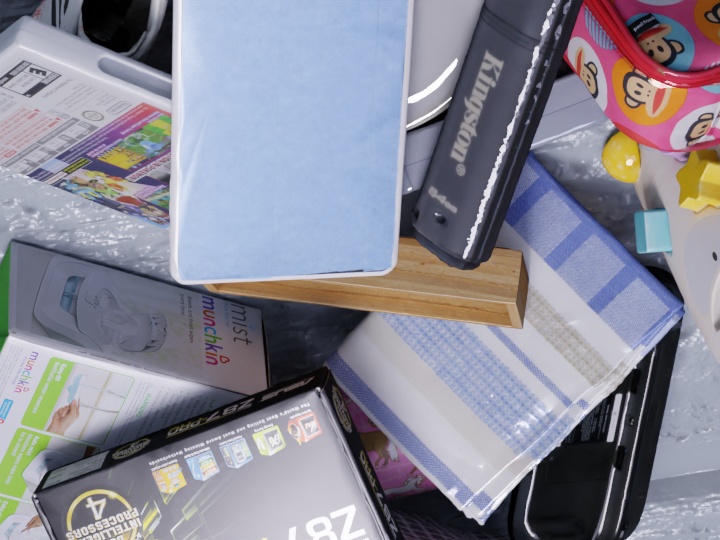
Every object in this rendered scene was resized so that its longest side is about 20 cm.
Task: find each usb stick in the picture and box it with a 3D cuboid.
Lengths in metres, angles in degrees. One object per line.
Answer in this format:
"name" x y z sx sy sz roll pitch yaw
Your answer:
"usb stick" 0.075 -0.094 1.309 0.033 0.055 0.200 -21 137 -50

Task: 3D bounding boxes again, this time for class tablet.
"tablet" -0.038 -0.083 1.309 0.130 0.014 0.200 -3 119 -11

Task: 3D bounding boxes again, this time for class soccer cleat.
"soccer cleat" -0.147 -0.136 1.359 0.068 0.085 0.200 11 139 -16

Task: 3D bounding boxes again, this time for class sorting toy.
"sorting toy" 0.231 -0.041 1.432 0.107 0.180 0.200 21 125 -23

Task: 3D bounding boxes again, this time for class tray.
"tray" 0.000 0.000 1.471 0.199 0.037 0.099 6 170 7

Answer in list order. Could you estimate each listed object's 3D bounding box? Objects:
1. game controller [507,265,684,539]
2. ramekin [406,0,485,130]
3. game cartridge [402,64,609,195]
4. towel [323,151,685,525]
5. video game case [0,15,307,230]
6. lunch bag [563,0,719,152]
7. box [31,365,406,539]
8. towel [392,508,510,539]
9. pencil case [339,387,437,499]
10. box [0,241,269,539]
"game controller" 0.153 0.093 1.582 0.104 0.042 0.200 1 108 -24
"ramekin" -0.009 -0.165 1.348 0.200 0.105 0.200 -3 131 -3
"game cartridge" 0.087 -0.087 1.412 0.200 0.133 0.041 -20 99 10
"towel" 0.089 0.044 1.528 0.147 0.024 0.200 44 104 3
"video game case" -0.146 -0.080 1.388 0.182 0.023 0.200 21 160 -23
"lunch bag" 0.200 -0.159 1.336 0.200 0.176 0.082 -15 143 -21
"box" -0.081 0.169 1.498 0.200 0.049 0.161 -20 104 10
"towel" 0.062 0.214 1.630 0.165 0.200 0.086 18 91 -20
"pencil case" 0.011 0.109 1.603 0.200 0.083 0.087 -11 160 3
"box" -0.175 0.103 1.564 0.176 0.097 0.200 14 127 -19
